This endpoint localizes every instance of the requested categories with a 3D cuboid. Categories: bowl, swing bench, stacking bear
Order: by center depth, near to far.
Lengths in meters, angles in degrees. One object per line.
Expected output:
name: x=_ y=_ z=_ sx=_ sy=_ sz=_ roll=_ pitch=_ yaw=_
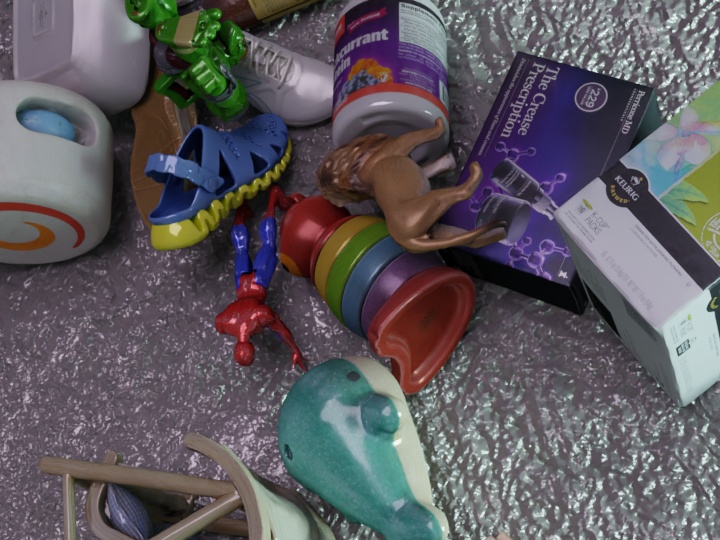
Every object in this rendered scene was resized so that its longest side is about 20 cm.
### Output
swing bench: x=-0.136 y=0.224 z=1.125 sx=0.198 sy=0.199 sz=0.131 roll=-13 pitch=65 yaw=13
stacking bear: x=0.000 y=0.000 z=1.226 sx=0.114 sy=0.122 sz=0.199 roll=-45 pitch=54 yaw=-11
bowl: x=-0.298 y=-0.260 z=1.382 sx=0.198 sy=0.074 sz=0.203 roll=-6 pitch=83 yaw=48

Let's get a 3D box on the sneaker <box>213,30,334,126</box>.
sneaker: x=-0.104 y=-0.202 z=1.358 sx=0.198 sy=0.080 sz=0.071 roll=16 pitch=73 yaw=23

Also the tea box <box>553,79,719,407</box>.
tea box: x=0.284 y=-0.023 z=1.082 sx=0.196 sy=0.200 sz=0.134 roll=-39 pitch=61 yaw=0

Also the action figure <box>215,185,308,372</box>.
action figure: x=-0.092 y=0.025 z=1.277 sx=0.065 sy=0.099 sz=0.201 roll=-12 pitch=43 yaw=17

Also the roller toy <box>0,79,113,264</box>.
roller toy: x=-0.338 y=-0.100 z=1.339 sx=0.180 sy=0.200 sz=0.141 roll=-5 pitch=67 yaw=6

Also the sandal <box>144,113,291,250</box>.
sandal: x=-0.139 y=-0.104 z=1.289 sx=0.079 sy=0.088 sz=0.200 roll=-1 pitch=32 yaw=37

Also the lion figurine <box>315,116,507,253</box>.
lion figurine: x=0.039 y=-0.065 z=1.159 sx=0.121 sy=0.073 sz=0.200 roll=-22 pitch=33 yaw=-8

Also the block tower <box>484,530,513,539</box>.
block tower: x=0.067 y=0.305 z=1.104 sx=0.200 sy=0.054 sz=0.058 roll=-46 pitch=61 yaw=-4

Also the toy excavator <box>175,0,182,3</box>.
toy excavator: x=-0.240 y=-0.386 z=1.439 sx=0.099 sy=0.196 sz=0.200 roll=-22 pitch=19 yaw=9

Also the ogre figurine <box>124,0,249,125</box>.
ogre figurine: x=-0.166 y=-0.214 z=1.273 sx=0.199 sy=0.120 sz=0.099 roll=30 pitch=77 yaw=29

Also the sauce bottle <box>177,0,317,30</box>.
sauce bottle: x=-0.110 y=-0.292 z=1.404 sx=0.198 sy=0.066 sz=0.067 roll=-20 pitch=63 yaw=8

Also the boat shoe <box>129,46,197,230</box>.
boat shoe: x=-0.191 y=-0.131 z=1.363 sx=0.073 sy=0.069 sz=0.203 roll=-16 pitch=72 yaw=30

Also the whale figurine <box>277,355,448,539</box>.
whale figurine: x=-0.002 y=0.168 z=1.128 sx=0.103 sy=0.160 sz=0.201 roll=-12 pitch=52 yaw=-27

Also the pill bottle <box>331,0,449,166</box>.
pill bottle: x=0.029 y=-0.198 z=1.284 sx=0.110 sy=0.112 sz=0.202 roll=-10 pitch=54 yaw=15

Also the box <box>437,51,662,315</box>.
box: x=0.172 y=-0.081 z=1.216 sx=0.140 sy=0.079 sz=0.202 roll=20 pitch=76 yaw=22
